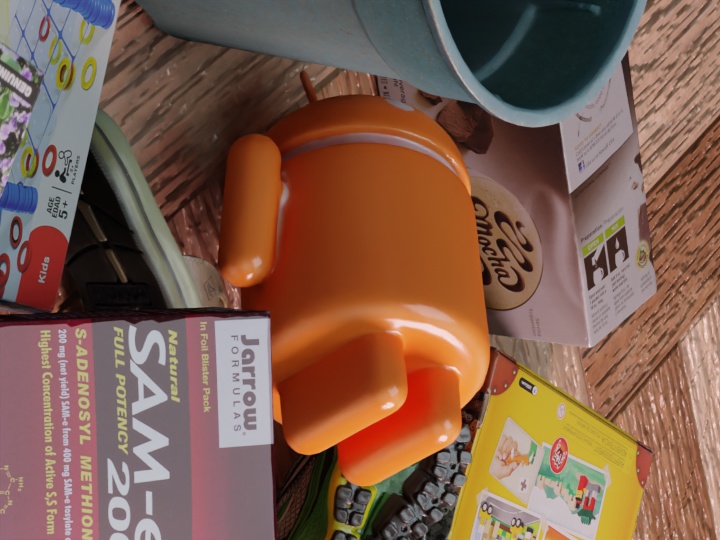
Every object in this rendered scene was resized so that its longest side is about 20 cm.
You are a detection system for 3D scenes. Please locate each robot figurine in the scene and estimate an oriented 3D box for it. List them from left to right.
[{"bbox_3d":[-0.001,-0.001,1.217,0.117,0.144,0.200,106,-16,-50],"label":"robot figurine"}]

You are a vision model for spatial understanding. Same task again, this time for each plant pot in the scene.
[{"bbox_3d":[0.001,-0.171,1.146,0.200,0.196,0.200,-16,109,-54],"label":"plant pot"}]

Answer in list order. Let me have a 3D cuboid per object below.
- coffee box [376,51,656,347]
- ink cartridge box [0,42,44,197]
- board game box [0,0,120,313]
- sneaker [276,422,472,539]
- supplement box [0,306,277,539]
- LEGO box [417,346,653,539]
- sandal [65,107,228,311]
[{"bbox_3d":[0.080,-0.070,1.353,0.080,0.113,0.200,-37,126,-46],"label":"coffee box"},{"bbox_3d":[-0.193,-0.006,0.924,0.109,0.050,0.200,36,66,-49],"label":"ink cartridge box"},{"bbox_3d":[-0.182,-0.098,1.019,0.196,0.056,0.200,19,81,-55],"label":"board game box"},{"bbox_3d":[-0.017,0.147,1.286,0.078,0.085,0.200,35,82,-18],"label":"sneaker"},{"bbox_3d":[-0.135,0.072,1.036,0.200,0.061,0.109,-3,91,-29],"label":"supplement box"},{"bbox_3d":[0.070,0.136,1.408,0.200,0.077,0.149,34,69,-53],"label":"LEGO box"},{"bbox_3d":[-0.088,0.010,1.153,0.057,0.080,0.201,-42,128,-41],"label":"sandal"}]
